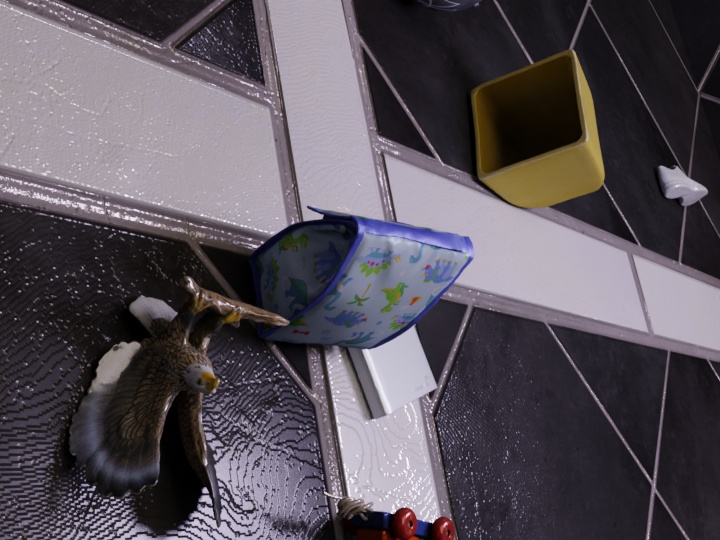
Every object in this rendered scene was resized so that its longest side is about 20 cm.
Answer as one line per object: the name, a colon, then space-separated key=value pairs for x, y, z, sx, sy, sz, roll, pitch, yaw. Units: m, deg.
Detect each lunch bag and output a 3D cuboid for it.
lunch bag: x=0.000 y=0.000 z=1.049 sx=0.169 sy=0.199 sz=0.129 roll=7 pitch=65 yaw=-39

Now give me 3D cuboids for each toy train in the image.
toy train: x=0.015 y=0.310 z=1.027 sx=0.199 sy=0.084 sz=0.117 roll=26 pitch=64 yaw=-44

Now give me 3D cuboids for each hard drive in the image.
hard drive: x=0.023 y=0.072 z=1.215 sx=0.131 sy=0.026 sz=0.202 roll=-16 pitch=84 yaw=-56

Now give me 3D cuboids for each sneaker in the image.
sneaker: x=0.814 y=-0.224 z=2.445 sx=0.199 sy=0.075 sz=0.089 roll=12 pitch=50 yaw=-50

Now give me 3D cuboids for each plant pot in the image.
plant pot: x=0.324 y=-0.216 z=1.662 sx=0.200 sy=0.192 sz=0.198 roll=40 pitch=41 yaw=-47

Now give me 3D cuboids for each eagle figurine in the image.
eagle figurine: x=-0.166 y=0.111 z=0.872 sx=0.150 sy=0.151 sz=0.202 roll=19 pitch=82 yaw=1

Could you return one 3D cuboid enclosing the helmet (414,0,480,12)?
helmet: x=0.133 y=-0.526 z=1.569 sx=0.198 sy=0.192 sz=0.201 roll=13 pitch=34 yaw=-9
